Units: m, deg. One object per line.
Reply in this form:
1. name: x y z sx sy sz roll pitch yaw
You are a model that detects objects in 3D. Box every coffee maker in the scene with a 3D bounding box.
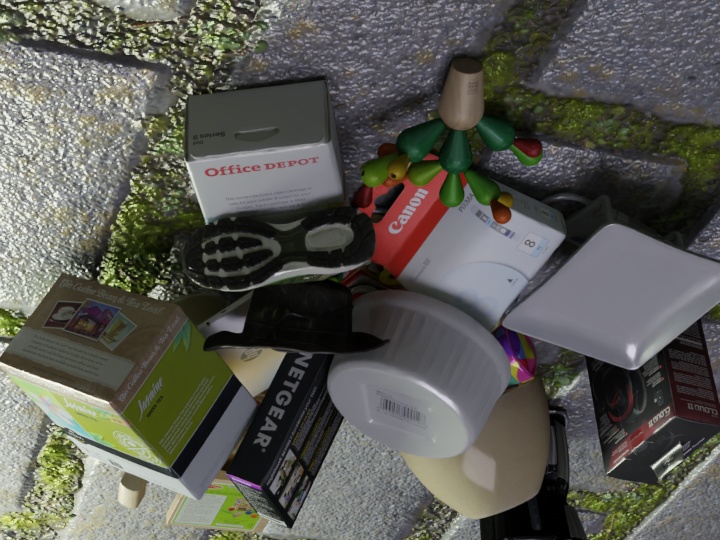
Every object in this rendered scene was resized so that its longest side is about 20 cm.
1. coffee maker: 0.192 0.294 1.991 0.190 0.201 0.135 -12 143 10

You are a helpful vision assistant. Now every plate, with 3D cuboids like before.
1. plate: 0.284 0.023 1.652 0.199 0.033 0.200 18 137 -27

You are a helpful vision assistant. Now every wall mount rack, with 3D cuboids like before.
1. wall mount rack: 0.258 -0.004 1.695 0.199 0.075 0.174 22 138 -30

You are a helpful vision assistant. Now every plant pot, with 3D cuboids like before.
1. plant pot: 0.152 0.226 1.870 0.199 0.135 0.200 -21 179 0

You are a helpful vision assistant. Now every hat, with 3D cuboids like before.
1. hat: -0.067 0.042 1.573 0.199 0.082 0.201 -1 -176 0

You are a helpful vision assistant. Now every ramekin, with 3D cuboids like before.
1. ramekin: 0.059 0.121 1.690 0.199 0.098 0.201 19 148 13

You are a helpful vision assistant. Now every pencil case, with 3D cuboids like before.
1. pencil case: 0.119 0.118 1.841 0.199 0.089 0.088 -26 139 25

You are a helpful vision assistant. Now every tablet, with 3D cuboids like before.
1. tablet: -0.109 0.079 1.736 0.130 0.014 0.200 -33 150 -3

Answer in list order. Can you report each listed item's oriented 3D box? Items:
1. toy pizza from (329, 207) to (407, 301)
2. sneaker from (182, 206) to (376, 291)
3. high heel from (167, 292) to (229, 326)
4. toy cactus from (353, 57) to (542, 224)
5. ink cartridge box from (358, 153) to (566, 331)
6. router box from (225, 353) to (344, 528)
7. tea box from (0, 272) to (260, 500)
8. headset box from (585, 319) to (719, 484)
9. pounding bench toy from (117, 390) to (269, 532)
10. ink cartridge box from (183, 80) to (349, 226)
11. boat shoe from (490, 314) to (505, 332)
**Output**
1. toy pizza: 0.000 0.000 1.710 0.198 0.032 0.201 -3 144 -2
2. sneaker: -0.078 -0.010 1.519 0.198 0.078 0.089 -5 163 7
3. high heel: -0.177 0.096 1.786 0.199 0.072 0.143 7 137 -30
4. toy cactus: 0.094 -0.125 1.495 0.198 0.103 0.166 -2 128 -10
5. ink cartridge box: 0.094 -0.031 1.621 0.199 0.047 0.160 22 126 -21
6. router box: -0.073 0.178 1.751 0.051 0.201 0.149 18 158 20
7. tea box: -0.254 0.125 1.674 0.199 0.134 0.197 12 148 40
8. headset box: 0.346 0.147 1.804 0.074 0.201 0.149 13 140 -23
9. pounding bench toy: -0.202 0.219 1.883 0.198 0.157 0.125 8 142 -18
10. ink cartridge box: -0.088 -0.090 1.530 0.144 0.088 0.201 -7 147 3
11. boat shoe: 0.084 0.069 1.787 0.063 0.074 0.200 33 125 -31
